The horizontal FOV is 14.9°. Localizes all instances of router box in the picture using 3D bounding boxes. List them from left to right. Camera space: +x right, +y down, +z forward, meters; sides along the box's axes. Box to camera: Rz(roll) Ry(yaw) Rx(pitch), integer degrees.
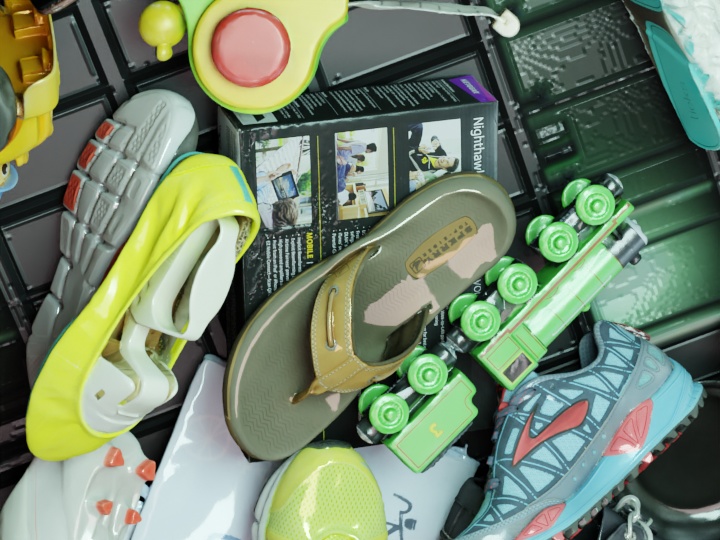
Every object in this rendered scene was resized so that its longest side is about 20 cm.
[{"bbox_3d":[0.000,0.000,1.528,0.149,0.051,0.200,-7,113,-15],"label":"router box"}]

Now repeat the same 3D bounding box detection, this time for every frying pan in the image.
[{"bbox_3d":[0.214,0.144,1.633,0.115,0.031,0.190,-23,115,5],"label":"frying pan"}]

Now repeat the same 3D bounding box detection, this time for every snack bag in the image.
[{"bbox_3d":[-0.048,0.166,1.585,0.188,0.021,0.200,22,84,-14],"label":"snack bag"}]

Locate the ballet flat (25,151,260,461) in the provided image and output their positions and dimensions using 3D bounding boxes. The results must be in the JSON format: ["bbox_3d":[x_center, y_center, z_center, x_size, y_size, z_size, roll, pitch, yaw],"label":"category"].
[{"bbox_3d":[-0.113,0.031,1.455,0.067,0.067,0.200,15,112,-46],"label":"ballet flat"}]

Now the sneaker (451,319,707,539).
[{"bbox_3d":[0.098,0.103,1.538,0.096,0.079,0.200,46,60,7],"label":"sneaker"}]

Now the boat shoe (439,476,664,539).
[{"bbox_3d":[0.145,0.162,1.587,0.200,0.073,0.063,10,99,-7],"label":"boat shoe"}]

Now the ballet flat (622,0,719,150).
[{"bbox_3d":[0.173,-0.153,1.487,0.072,0.072,0.200,-28,127,4],"label":"ballet flat"}]

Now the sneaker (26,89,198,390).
[{"bbox_3d":[-0.120,-0.008,1.521,0.082,0.077,0.200,8,117,-32],"label":"sneaker"}]

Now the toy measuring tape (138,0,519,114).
[{"bbox_3d":[-0.018,-0.113,1.453,0.200,0.074,0.074,5,111,1],"label":"toy measuring tape"}]

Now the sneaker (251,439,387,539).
[{"bbox_3d":[-0.015,0.194,1.523,0.078,0.090,0.200,0,99,-18],"label":"sneaker"}]

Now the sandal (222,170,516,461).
[{"bbox_3d":[0.006,0.026,1.479,0.200,0.054,0.080,-40,119,2],"label":"sandal"}]

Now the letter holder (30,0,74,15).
[{"bbox_3d":[-0.178,-0.193,1.358,0.142,0.200,0.101,-34,112,7],"label":"letter holder"}]

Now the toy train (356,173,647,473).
[{"bbox_3d":[0.080,0.030,1.510,0.200,0.042,0.056,-45,104,-3],"label":"toy train"}]

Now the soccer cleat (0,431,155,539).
[{"bbox_3d":[-0.176,0.177,1.532,0.069,0.078,0.200,34,70,-46],"label":"soccer cleat"}]

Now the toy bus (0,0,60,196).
[{"bbox_3d":[-0.250,-0.051,1.452,0.200,0.136,0.192,-11,126,-6],"label":"toy bus"}]
